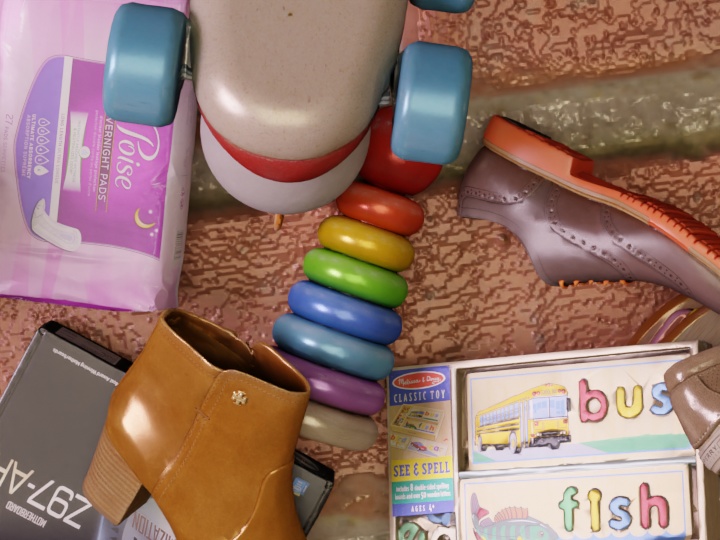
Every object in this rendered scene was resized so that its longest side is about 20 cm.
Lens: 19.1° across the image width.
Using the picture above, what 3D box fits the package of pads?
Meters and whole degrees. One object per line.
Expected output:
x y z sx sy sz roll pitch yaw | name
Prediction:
-0.156 -0.080 1.246 0.120 0.076 0.200 6 95 2 | package of pads

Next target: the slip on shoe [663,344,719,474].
0.251 0.042 1.178 0.200 0.076 0.061 -29 70 -24 | slip on shoe

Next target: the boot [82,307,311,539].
-0.056 0.122 1.199 0.201 0.071 0.144 35 122 4 | boot

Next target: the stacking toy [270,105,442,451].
0.000 0.000 1.250 0.085 0.085 0.200 20 92 0 | stacking toy

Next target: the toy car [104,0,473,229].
-0.038 -0.108 1.183 0.184 0.200 0.177 7 65 -2 | toy car

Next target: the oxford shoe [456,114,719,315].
0.145 -0.014 1.231 0.200 0.071 0.073 32 100 26 | oxford shoe

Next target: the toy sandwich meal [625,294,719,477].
0.244 0.096 1.254 0.205 0.070 0.206 0 95 2 | toy sandwich meal

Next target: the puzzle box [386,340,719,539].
0.108 0.113 1.224 0.200 0.025 0.133 -8 77 28 | puzzle box

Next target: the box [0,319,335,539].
-0.139 0.146 1.282 0.200 0.044 0.160 29 95 -2 | box
